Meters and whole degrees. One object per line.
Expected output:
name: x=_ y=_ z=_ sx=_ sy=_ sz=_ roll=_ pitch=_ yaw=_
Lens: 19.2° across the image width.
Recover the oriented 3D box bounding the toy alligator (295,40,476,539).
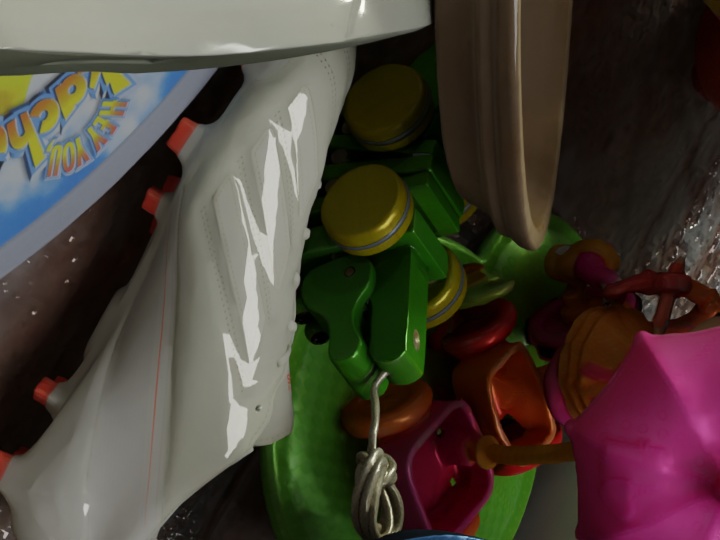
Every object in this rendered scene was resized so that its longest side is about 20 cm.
toy alligator: x=0.000 y=0.000 z=0.711 sx=0.059 sy=0.054 sz=0.201 roll=52 pitch=41 yaw=-48

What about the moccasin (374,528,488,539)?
moccasin: x=0.070 y=0.128 z=0.677 sx=0.199 sy=0.068 sz=0.081 roll=34 pitch=66 yaw=-23

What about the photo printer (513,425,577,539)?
photo printer: x=0.099 y=0.163 z=0.860 sx=0.200 sy=0.166 sz=0.069 roll=-53 pitch=141 yaw=1

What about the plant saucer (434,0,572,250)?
plant saucer: x=0.049 y=-0.107 z=0.686 sx=0.200 sy=0.029 sz=0.202 roll=2 pitch=90 yaw=-80

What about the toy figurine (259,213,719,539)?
toy figurine: x=0.095 y=0.049 z=0.756 sx=0.200 sy=0.183 sz=0.151 roll=-38 pitch=117 yaw=-38

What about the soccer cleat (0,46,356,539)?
soccer cleat: x=-0.044 y=0.013 z=0.682 sx=0.201 sy=0.077 sz=0.069 roll=-60 pitch=177 yaw=5

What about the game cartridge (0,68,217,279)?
game cartridge: x=-0.106 y=-0.072 z=0.608 sx=0.200 sy=0.040 sz=0.134 roll=-46 pitch=142 yaw=-19

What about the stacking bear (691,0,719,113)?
stacking bear: x=0.172 y=-0.135 z=0.820 sx=0.201 sy=0.121 sz=0.114 roll=86 pitch=18 yaw=-50

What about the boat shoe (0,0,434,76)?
boat shoe: x=-0.054 y=-0.091 z=0.571 sx=0.200 sy=0.070 sz=0.072 roll=-7 pitch=93 yaw=-47
